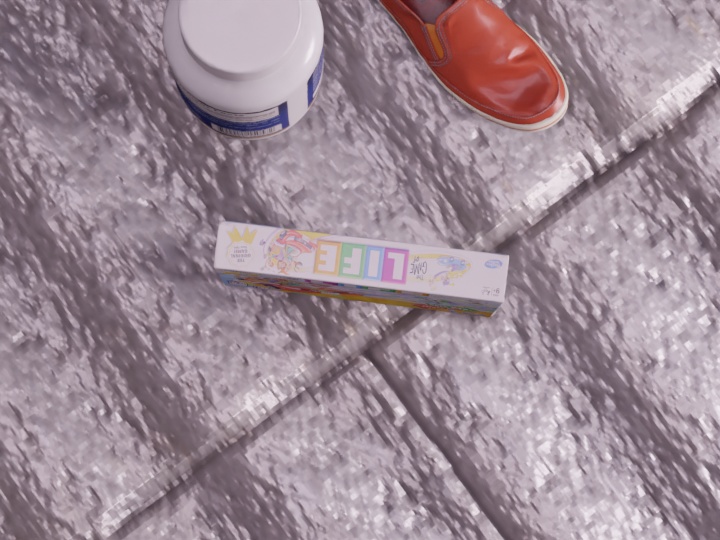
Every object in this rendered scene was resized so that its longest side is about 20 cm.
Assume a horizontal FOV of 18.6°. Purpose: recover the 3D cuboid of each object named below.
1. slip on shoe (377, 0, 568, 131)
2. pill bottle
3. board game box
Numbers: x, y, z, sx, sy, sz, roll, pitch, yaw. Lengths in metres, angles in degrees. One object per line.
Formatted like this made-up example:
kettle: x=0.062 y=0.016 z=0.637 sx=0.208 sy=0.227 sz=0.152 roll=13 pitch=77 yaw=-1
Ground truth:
slip on shoe: x=0.073 y=-0.180 z=1.612 sx=0.074 sy=0.061 sz=0.200 roll=-43 pitch=88 yaw=-6
pill bottle: x=-0.081 y=-0.160 z=1.538 sx=0.111 sy=0.200 sz=0.111 roll=0 pitch=84 yaw=-1
board game box: x=0.000 y=0.000 z=1.557 sx=0.200 sy=0.134 sz=0.034 roll=7 pitch=84 yaw=1
